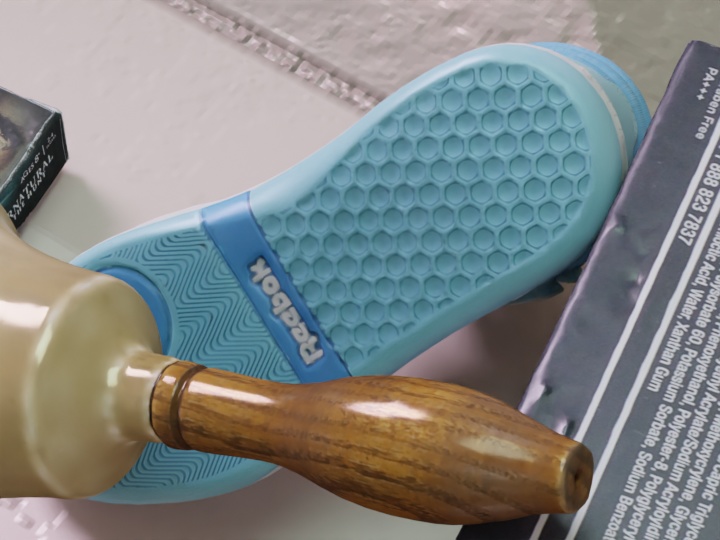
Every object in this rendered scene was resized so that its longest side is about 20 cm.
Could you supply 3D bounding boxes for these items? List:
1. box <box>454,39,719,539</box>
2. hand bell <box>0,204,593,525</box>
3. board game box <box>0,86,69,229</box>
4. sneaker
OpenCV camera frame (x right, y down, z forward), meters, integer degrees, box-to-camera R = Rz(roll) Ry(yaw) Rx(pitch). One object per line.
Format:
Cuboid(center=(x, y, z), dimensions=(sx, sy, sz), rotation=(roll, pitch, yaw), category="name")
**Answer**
Cuboid(center=(0.138, 0.077, 0.684), dimensions=(0.198, 0.123, 0.200), rotation=(19, 59, 16), category="box")
Cuboid(center=(-0.036, 0.032, 0.657), dimensions=(0.199, 0.104, 0.104), rotation=(7, 53, 31), category="hand bell")
Cuboid(center=(-0.207, -0.029, 0.825), dimensions=(0.199, 0.028, 0.136), rotation=(22, 59, 16), category="board game box")
Cuboid(center=(0.000, 0.000, 0.779), dimensions=(0.199, 0.131, 0.080), rotation=(-26, 89, 21), category="sneaker")
